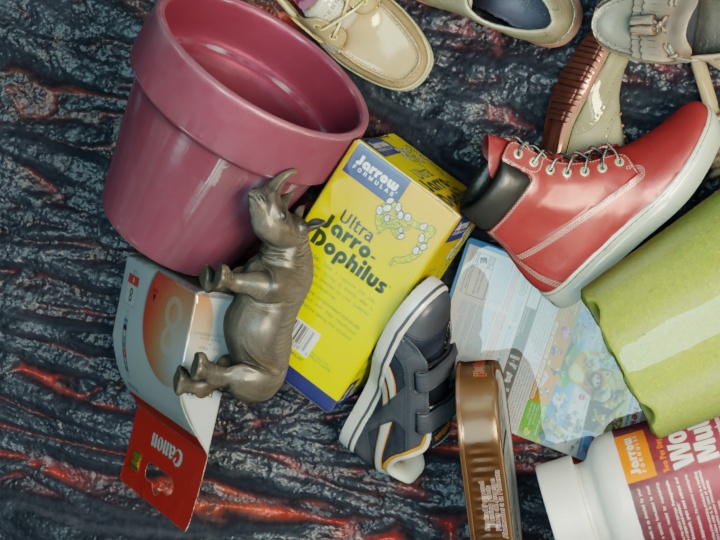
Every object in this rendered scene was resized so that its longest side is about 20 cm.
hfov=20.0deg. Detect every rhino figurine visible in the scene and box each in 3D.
[{"bbox_3d":[-0.080,0.014,1.617,0.087,0.060,0.202,11,102,-25],"label":"rhino figurine"}]

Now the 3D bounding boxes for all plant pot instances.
[{"bbox_3d":[0.276,0.029,1.566,0.183,0.200,0.202,-27,86,5],"label":"plant pot"},{"bbox_3d":[-0.119,-0.103,1.687,0.199,0.200,0.180,38,116,9],"label":"plant pot"}]

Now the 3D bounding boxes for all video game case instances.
[{"bbox_3d":[0.161,0.073,1.704,0.198,0.018,0.144,20,97,12],"label":"video game case"}]

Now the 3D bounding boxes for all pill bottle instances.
[{"bbox_3d":[0.247,0.171,1.627,0.198,0.110,0.111,-17,89,5],"label":"pill bottle"}]

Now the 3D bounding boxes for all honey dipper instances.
[{"bbox_3d":[0.273,-0.175,1.658,0.038,0.038,0.202,-17,84,14],"label":"honey dipper"}]

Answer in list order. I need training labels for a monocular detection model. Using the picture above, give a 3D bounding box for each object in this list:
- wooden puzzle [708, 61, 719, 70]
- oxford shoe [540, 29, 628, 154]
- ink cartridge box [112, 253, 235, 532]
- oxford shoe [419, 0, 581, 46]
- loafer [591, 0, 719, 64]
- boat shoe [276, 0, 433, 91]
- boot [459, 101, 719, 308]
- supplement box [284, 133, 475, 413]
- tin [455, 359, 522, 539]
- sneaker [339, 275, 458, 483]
[{"bbox_3d":[0.304,-0.269,1.613,0.185,0.046,0.201,36,96,12],"label":"wooden puzzle"},{"bbox_3d":[0.189,-0.115,1.672,0.073,0.071,0.202,21,100,-12],"label":"oxford shoe"},{"bbox_3d":[-0.172,0.099,1.722,0.050,0.162,0.202,13,95,-30],"label":"ink cartridge box"},{"bbox_3d":[0.085,-0.243,1.669,0.198,0.074,0.071,22,101,15],"label":"oxford shoe"},{"bbox_3d":[0.270,-0.192,1.567,0.198,0.063,0.073,4,102,20],"label":"loafer"},{"bbox_3d":[-0.026,-0.223,1.708,0.200,0.069,0.074,40,101,9],"label":"boat shoe"},{"bbox_3d":[0.178,-0.086,1.605,0.200,0.072,0.144,-45,109,5],"label":"boot"},{"bbox_3d":[0.000,0.000,1.686,0.109,0.109,0.201,36,105,10],"label":"supplement box"},{"bbox_3d":[0.106,0.170,1.665,0.041,0.112,0.202,-7,106,4],"label":"tin"},{"bbox_3d":[0.049,0.093,1.671,0.079,0.078,0.201,37,137,17],"label":"sneaker"}]
